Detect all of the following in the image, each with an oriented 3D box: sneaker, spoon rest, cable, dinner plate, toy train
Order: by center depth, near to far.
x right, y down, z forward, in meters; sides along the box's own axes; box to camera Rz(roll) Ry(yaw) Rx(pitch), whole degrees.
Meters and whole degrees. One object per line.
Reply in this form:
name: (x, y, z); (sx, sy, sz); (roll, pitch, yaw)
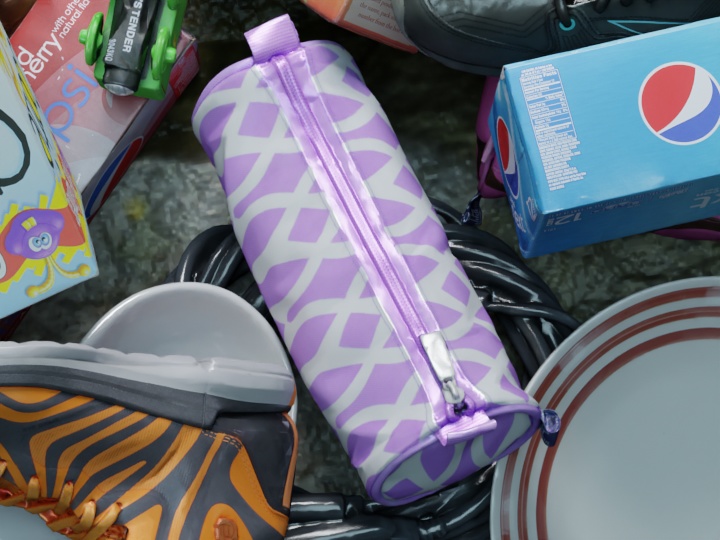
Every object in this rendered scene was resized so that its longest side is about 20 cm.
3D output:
sneaker: (-0.110, 0.087, 0.888); (0.199, 0.077, 0.113); (5, 80, -27)
sneaker: (0.110, -0.126, 0.944); (0.198, 0.079, 0.076); (-8, 84, -15)
spoon rest: (-0.114, 0.080, 0.955); (0.199, 0.061, 0.100); (-31, 99, -14)
toy train: (-0.077, -0.168, 0.987); (0.041, 0.056, 0.202); (13, 83, 3)
dinner plate: (0.150, 0.103, 1.010); (0.198, 0.024, 0.202); (-1, 94, -11)
cable: (0.004, 0.046, 1.030); (0.198, 0.051, 0.165); (-12, 77, -1)

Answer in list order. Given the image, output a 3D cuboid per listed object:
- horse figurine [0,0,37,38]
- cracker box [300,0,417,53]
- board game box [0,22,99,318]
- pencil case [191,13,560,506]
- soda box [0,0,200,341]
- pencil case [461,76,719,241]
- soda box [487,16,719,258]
horse figurine: (-0.111, -0.202, 1.031); (0.050, 0.133, 0.201); (24, 68, 17)
cracker box: (0.013, -0.212, 0.993); (0.134, 0.057, 0.201); (39, 107, 41)
board game box: (-0.190, -0.079, 0.912); (0.104, 0.103, 0.201); (-25, 112, -2)
pencil case: (0.000, 0.000, 0.970); (0.083, 0.086, 0.201); (-27, 70, -5)
soda box: (-0.153, -0.036, 1.030); (0.070, 0.063, 0.201); (35, 84, 4)
pencil case: (0.147, -0.045, 1.009); (0.198, 0.094, 0.092); (11, 100, 3)
soda box: (0.155, -0.063, 0.936); (0.198, 0.068, 0.065); (-12, 76, -6)
